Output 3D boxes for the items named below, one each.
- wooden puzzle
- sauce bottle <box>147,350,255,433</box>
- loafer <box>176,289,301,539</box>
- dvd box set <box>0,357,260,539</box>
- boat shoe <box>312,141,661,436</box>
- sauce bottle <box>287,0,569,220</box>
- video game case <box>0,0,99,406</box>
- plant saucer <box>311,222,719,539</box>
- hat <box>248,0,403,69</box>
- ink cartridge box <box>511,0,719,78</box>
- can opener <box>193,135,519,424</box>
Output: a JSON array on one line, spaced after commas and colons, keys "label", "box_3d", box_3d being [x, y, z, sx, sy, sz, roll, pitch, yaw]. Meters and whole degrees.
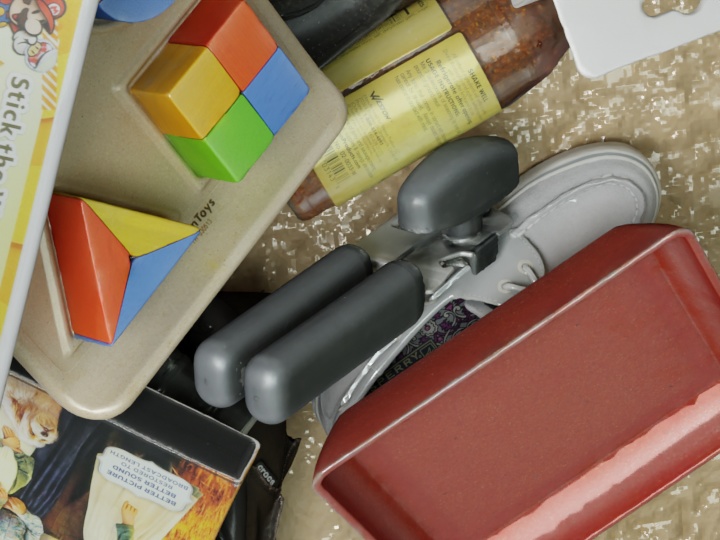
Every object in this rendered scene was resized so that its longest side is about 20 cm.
[{"label": "wooden puzzle", "box_3d": [-0.103, -0.067, 0.983, 0.185, 0.046, 0.200, -53, 123, -20]}, {"label": "sauce bottle", "box_3d": [-0.135, 0.018, 1.088, 0.200, 0.065, 0.065, 38, 100, 4]}, {"label": "loafer", "box_3d": [-0.058, 0.097, 1.178, 0.071, 0.073, 0.200, -22, 131, -41]}, {"label": "dvd box set", "box_3d": [-0.142, 0.115, 1.090, 0.146, 0.029, 0.200, 26, 131, 0]}, {"label": "boat shoe", "box_3d": [0.061, 0.017, 1.173, 0.200, 0.069, 0.072, -34, 110, 3]}, {"label": "sauce bottle", "box_3d": [0.044, -0.096, 1.135, 0.200, 0.066, 0.066, -28, 110, 2]}, {"label": "video game case", "box_3d": [-0.202, -0.043, 0.902, 0.182, 0.023, 0.200, 13, 110, -10]}, {"label": "plant saucer", "box_3d": [0.087, 0.068, 1.167, 0.200, 0.037, 0.200, -35, 145, 3]}, {"label": "hat", "box_3d": [-0.047, -0.169, 1.069, 0.200, 0.081, 0.201, -1, 97, -11]}, {"label": "ink cartridge box", "box_3d": [0.102, -0.189, 1.074, 0.116, 0.068, 0.200, -21, 92, -9]}, {"label": "can opener", "box_3d": [0.000, 0.000, 1.098, 0.053, 0.200, 0.067, 15, 126, 32]}]
